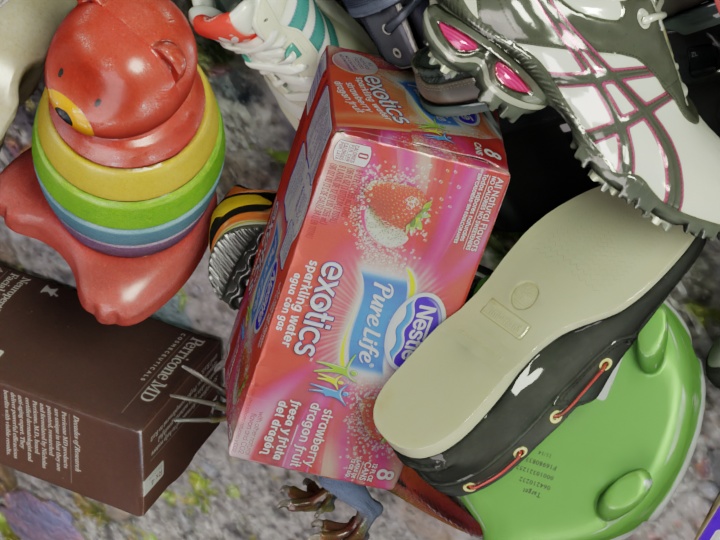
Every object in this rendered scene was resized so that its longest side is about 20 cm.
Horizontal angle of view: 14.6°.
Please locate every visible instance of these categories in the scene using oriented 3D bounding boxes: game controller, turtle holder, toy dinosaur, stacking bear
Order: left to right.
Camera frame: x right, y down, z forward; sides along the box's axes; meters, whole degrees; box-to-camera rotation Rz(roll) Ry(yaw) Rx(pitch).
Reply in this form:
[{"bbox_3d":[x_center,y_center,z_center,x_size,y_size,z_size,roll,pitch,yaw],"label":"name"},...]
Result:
[{"bbox_3d":[-0.127,-0.078,1.503,0.121,0.114,0.200,45,159,16],"label":"stacking bear"},{"bbox_3d":[-0.020,0.063,1.636,0.199,0.105,0.182,-1,115,-13],"label":"toy dinosaur"},{"bbox_3d":[0.117,0.092,1.481,0.140,0.132,0.186,-10,79,16],"label":"turtle holder"},{"bbox_3d":[0.125,-0.076,1.454,0.200,0.042,0.104,-13,129,37],"label":"game controller"}]

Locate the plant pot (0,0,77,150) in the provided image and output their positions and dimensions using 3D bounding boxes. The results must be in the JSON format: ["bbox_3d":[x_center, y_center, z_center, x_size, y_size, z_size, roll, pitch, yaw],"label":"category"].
[{"bbox_3d":[-0.264,-0.138,1.552,0.183,0.201,0.201,30,134,-7],"label":"plant pot"}]

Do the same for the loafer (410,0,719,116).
[{"bbox_3d":[0.111,-0.138,1.362,0.199,0.072,0.063,-20,121,14],"label":"loafer"}]

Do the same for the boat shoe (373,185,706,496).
[{"bbox_3d":[0.097,0.029,1.398,0.074,0.201,0.063,45,177,42],"label":"boat shoe"}]

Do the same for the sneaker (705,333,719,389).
[{"bbox_3d":[0.210,-0.018,1.405,0.079,0.074,0.200,24,133,4],"label":"sneaker"}]

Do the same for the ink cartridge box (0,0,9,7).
[{"bbox_3d":[-0.189,-0.223,1.418,0.147,0.200,0.145,49,133,-9],"label":"ink cartridge box"}]

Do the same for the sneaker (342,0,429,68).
[{"bbox_3d":[0.022,-0.174,1.370,0.146,0.077,0.202,55,169,-11],"label":"sneaker"}]

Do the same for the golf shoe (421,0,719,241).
[{"bbox_3d":[0.125,-0.087,1.311,0.200,0.077,0.088,34,108,-16],"label":"golf shoe"}]

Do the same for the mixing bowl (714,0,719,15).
[{"bbox_3d":[0.250,-0.172,1.234,0.199,0.109,0.201,2,129,2],"label":"mixing bowl"}]

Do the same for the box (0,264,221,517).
[{"bbox_3d":[-0.193,0.065,1.699,0.199,0.100,0.075,19,130,18],"label":"box"}]

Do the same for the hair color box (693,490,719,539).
[{"bbox_3d":[0.245,0.069,1.430,0.065,0.109,0.200,30,132,8],"label":"hair color box"}]

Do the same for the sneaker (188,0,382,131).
[{"bbox_3d":[-0.051,-0.126,1.478,0.070,0.093,0.200,-7,118,35],"label":"sneaker"}]

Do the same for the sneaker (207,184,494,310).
[{"bbox_3d":[0.011,-0.001,1.555,0.199,0.090,0.070,18,118,-14],"label":"sneaker"}]

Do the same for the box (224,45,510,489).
[{"bbox_3d":[0.000,0.000,1.443,0.095,0.100,0.200,13,119,-11],"label":"box"}]
